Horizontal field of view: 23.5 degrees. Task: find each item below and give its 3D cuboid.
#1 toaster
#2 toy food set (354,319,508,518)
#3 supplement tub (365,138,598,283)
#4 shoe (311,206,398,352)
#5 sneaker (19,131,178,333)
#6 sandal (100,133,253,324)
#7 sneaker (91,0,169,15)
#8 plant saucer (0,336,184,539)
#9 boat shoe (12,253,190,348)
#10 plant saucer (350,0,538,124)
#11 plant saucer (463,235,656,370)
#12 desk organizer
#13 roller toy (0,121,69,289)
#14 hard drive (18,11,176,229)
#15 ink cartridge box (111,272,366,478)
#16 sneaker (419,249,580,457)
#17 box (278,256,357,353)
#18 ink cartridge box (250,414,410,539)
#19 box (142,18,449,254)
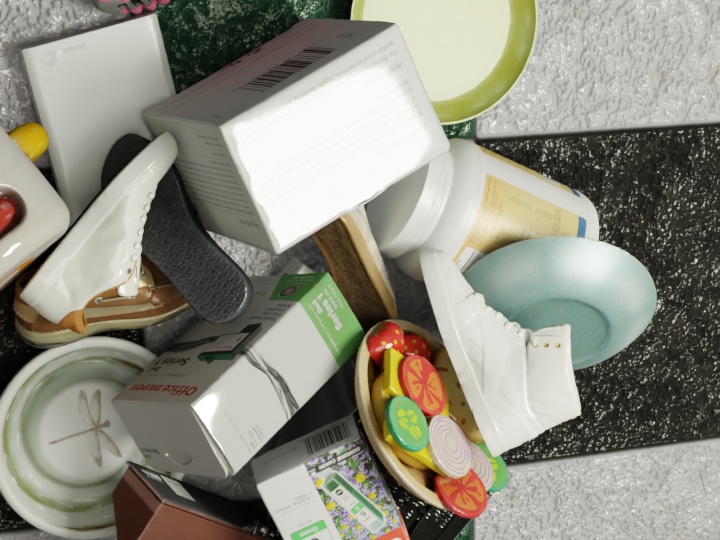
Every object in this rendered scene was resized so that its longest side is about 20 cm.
[{"bbox_3d":[0.007,0.208,1.725,0.199,0.119,0.181,33,103,-23],"label":"toaster"},{"bbox_3d":[0.070,0.135,1.628,0.048,0.199,0.199,-30,132,32],"label":"toy food set"},{"bbox_3d":[0.119,-0.043,1.712,0.199,0.145,0.146,22,94,-22],"label":"supplement tub"},{"bbox_3d":[0.000,0.000,1.669,0.054,0.069,0.201,-63,146,-43],"label":"shoe"},{"bbox_3d":[-0.215,-0.031,1.565,0.084,0.073,0.200,38,95,-8],"label":"sneaker"},{"bbox_3d":[-0.173,-0.034,1.606,0.076,0.043,0.201,-35,82,10],"label":"sandal"},{"bbox_3d":[-0.172,-0.312,1.597,0.199,0.079,0.096,-33,89,-10],"label":"sneaker"},{"bbox_3d":[-0.261,0.157,1.674,0.198,0.050,0.202,-4,103,-19],"label":"plant saucer"},{"bbox_3d":[-0.230,0.011,1.626,0.198,0.076,0.074,-19,135,-15],"label":"boat shoe"},{"bbox_3d":[0.079,-0.246,1.713,0.198,0.031,0.202,-5,105,-18],"label":"plant saucer"},{"bbox_3d":[0.187,0.047,1.672,0.199,0.039,0.202,1,140,1],"label":"plant saucer"},{"bbox_3d":[-0.161,0.260,1.684,0.199,0.072,0.077,30,95,-46],"label":"desk organizer"},{"bbox_3d":[-0.358,-0.041,1.513,0.199,0.182,0.140,-38,94,17],"label":"roller toy"},{"bbox_3d":[-0.231,-0.128,1.632,0.131,0.026,0.202,-18,108,-15],"label":"hard drive"},{"bbox_3d":[-0.114,0.095,1.624,0.200,0.145,0.085,-44,114,-32],"label":"ink cartridge box"},{"bbox_3d":[0.136,0.058,1.613,0.115,0.074,0.202,-24,86,8],"label":"sneaker"},{"bbox_3d":[-0.002,0.061,1.750,0.200,0.041,0.039,39,89,-24],"label":"box"},{"bbox_3d":[-0.015,0.246,1.644,0.108,0.050,0.201,-24,115,1],"label":"ink cartridge box"},{"bbox_3d":[-0.061,-0.128,1.586,0.198,0.200,0.132,-32,111,-20],"label":"box"}]
